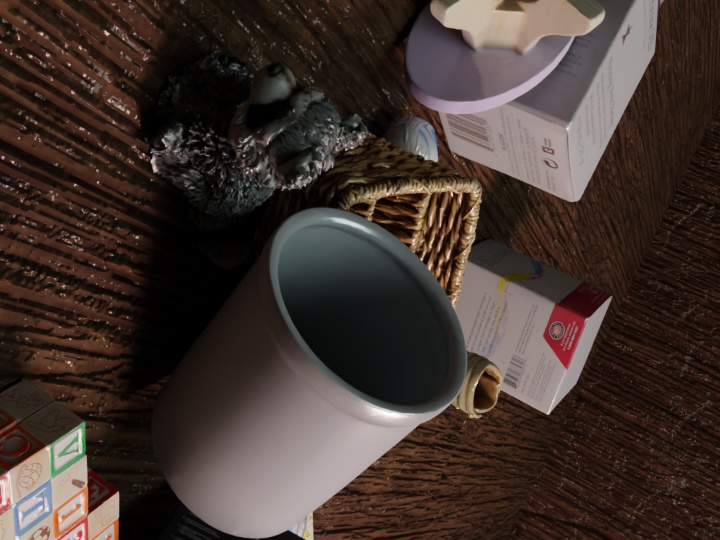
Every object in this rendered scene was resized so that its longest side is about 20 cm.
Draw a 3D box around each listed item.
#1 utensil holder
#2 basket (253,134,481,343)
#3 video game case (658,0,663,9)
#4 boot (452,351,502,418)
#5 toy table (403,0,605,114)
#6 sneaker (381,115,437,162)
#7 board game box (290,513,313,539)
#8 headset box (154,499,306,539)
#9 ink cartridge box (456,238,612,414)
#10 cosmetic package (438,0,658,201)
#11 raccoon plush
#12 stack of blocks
[{"bbox_3d":[-0.045,0.084,0.674,0.200,0.171,0.169,-47,168,35],"label":"utensil holder"},{"bbox_3d":[0.000,0.000,0.784,0.142,0.147,0.203,-33,143,-49],"label":"basket"},{"bbox_3d":[0.498,-0.542,1.413,0.202,0.035,0.182,-57,154,-16],"label":"video game case"},{"bbox_3d":[0.097,0.133,1.107,0.073,0.154,0.201,-51,154,-24],"label":"boot"},{"bbox_3d":[0.127,-0.240,0.793,0.201,0.182,0.118,-50,166,-20],"label":"toy table"},{"bbox_3d":[0.034,-0.056,0.901,0.072,0.071,0.203,-39,150,-57],"label":"sneaker"},{"bbox_3d":[-0.096,0.304,0.943,0.135,0.034,0.205,-21,113,-60],"label":"board game box"},{"bbox_3d":[-0.109,0.290,0.747,0.094,0.172,0.200,-62,-179,22],"label":"headset box"},{"bbox_3d":[0.212,0.069,1.232,0.144,0.197,0.148,-22,134,-59],"label":"ink cartridge box"},{"bbox_3d":[0.193,-0.218,0.946,0.202,0.164,0.168,-60,156,-10],"label":"cosmetic package"},{"bbox_3d":[-0.056,-0.062,0.620,0.097,0.132,0.201,-54,155,-21],"label":"raccoon plush"},{"bbox_3d":[-0.223,0.176,0.606,0.115,0.058,0.203,-36,144,-47],"label":"stack of blocks"}]
